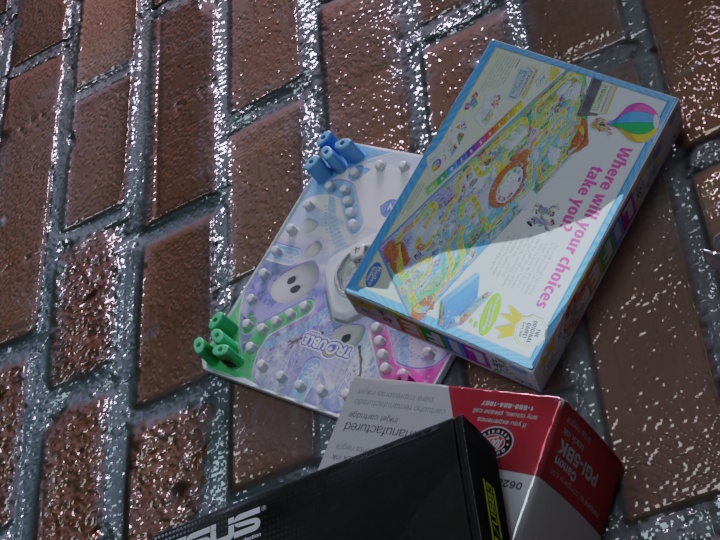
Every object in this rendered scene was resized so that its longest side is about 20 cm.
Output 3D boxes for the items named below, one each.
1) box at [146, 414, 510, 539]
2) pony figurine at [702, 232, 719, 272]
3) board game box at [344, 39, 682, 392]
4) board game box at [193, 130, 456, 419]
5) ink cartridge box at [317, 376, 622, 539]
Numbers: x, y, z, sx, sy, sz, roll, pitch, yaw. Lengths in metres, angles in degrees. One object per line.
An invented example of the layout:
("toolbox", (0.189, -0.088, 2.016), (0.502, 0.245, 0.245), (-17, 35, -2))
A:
("box", (-0.015, 0.191, 0.718), (0.200, 0.048, 0.193), (-23, 50, 21))
("pony figurine", (0.269, -0.018, 0.732), (0.193, 0.167, 0.200), (-26, 30, 8))
("board game box", (0.097, -0.039, 0.914), (0.134, 0.034, 0.200), (23, 72, 26))
("board game box", (0.000, 0.000, 0.991), (0.200, 0.026, 0.200), (15, 68, 42))
("ink cartridge box", (0.037, 0.167, 0.792), (0.147, 0.083, 0.200), (2, 60, 38))
